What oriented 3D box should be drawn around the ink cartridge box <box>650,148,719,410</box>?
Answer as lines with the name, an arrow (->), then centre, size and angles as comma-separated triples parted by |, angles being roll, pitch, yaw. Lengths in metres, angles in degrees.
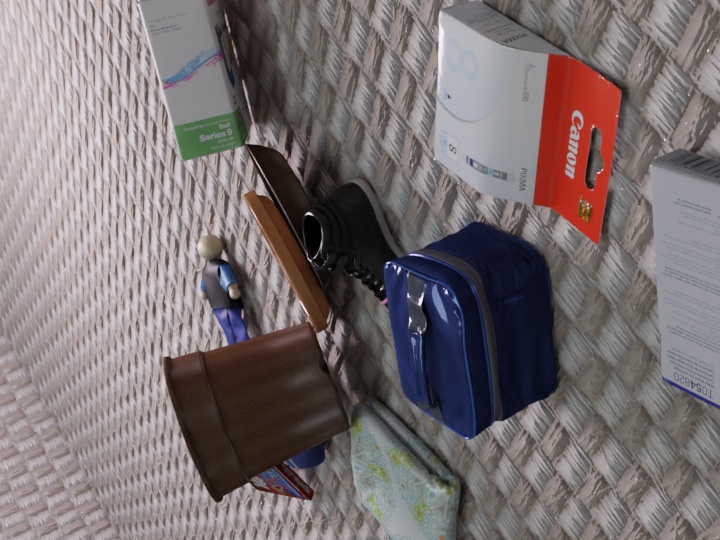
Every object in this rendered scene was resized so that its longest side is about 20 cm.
ink cartridge box -> 0.305, 0.026, 0.917 | 0.199, 0.040, 0.201 | 29, 135, 51

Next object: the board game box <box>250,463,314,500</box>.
board game box -> -0.154, 0.294, 1.847 | 0.102, 0.020, 0.200 | 7, 151, 29

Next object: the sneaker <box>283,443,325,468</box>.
sneaker -> -0.085, 0.198, 1.725 | 0.115, 0.080, 0.200 | 22, 127, 58

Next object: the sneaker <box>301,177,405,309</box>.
sneaker -> 0.000, 0.000, 1.396 | 0.201, 0.099, 0.071 | 63, 151, 6

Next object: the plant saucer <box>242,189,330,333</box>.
plant saucer -> -0.090, -0.015, 1.559 | 0.201, 0.032, 0.200 | 61, 175, 9

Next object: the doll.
doll -> -0.209, 0.042, 1.870 | 0.136, 0.048, 0.201 | 5, 115, 59

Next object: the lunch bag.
lunch bag -> 0.102, 0.068, 1.222 | 0.136, 0.132, 0.201 | 26, 132, 53

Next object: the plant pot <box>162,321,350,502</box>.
plant pot -> -0.129, 0.172, 1.584 | 0.200, 0.197, 0.201 | 160, 90, -87

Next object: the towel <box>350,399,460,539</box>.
towel -> 0.054, 0.281, 1.571 | 0.200, 0.048, 0.172 | 41, 144, 41

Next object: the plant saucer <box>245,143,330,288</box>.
plant saucer -> -0.079, -0.074, 1.496 | 0.201, 0.037, 0.200 | 60, 177, 6

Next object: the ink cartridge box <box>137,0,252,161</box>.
ink cartridge box -> -0.203, -0.254, 1.524 | 0.145, 0.087, 0.201 | -91, -13, -73

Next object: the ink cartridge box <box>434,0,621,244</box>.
ink cartridge box -> 0.141, -0.129, 1.091 | 0.200, 0.047, 0.161 | 44, 145, 42
